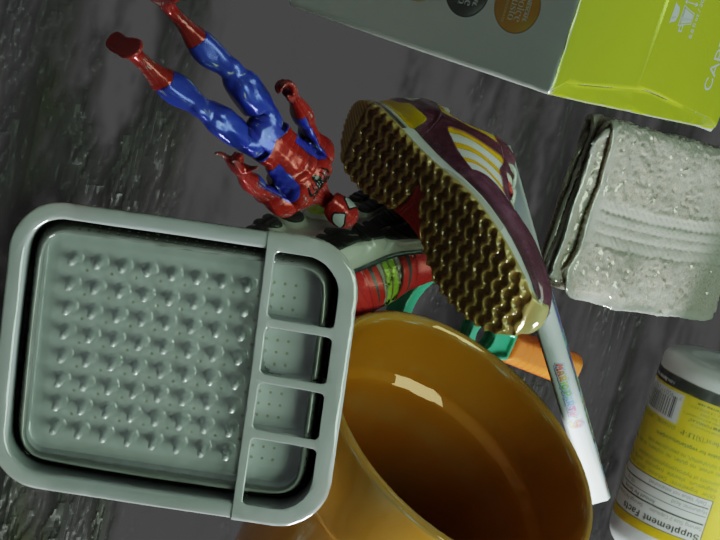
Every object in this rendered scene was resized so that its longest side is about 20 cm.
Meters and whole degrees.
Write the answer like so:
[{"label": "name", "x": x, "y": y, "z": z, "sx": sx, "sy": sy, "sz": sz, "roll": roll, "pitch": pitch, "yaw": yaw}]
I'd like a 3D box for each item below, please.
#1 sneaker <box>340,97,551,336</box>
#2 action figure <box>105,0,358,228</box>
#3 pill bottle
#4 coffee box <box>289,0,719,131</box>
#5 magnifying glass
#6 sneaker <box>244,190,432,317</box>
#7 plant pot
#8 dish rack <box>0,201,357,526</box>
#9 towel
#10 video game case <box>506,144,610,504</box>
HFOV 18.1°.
[{"label": "sneaker", "x": 0.073, "y": -0.041, "z": 1.380, "sx": 0.090, "sy": 0.200, "sz": 0.075, "roll": -9, "pitch": 137, "yaw": -36}, {"label": "action figure", "x": -0.063, "y": -0.086, "z": 1.326, "sx": 0.200, "sy": 0.052, "sz": 0.066, "roll": 44, "pitch": 73, "yaw": -39}, {"label": "pill bottle", "x": 0.252, "y": 0.166, "z": 1.699, "sx": 0.111, "sy": 0.111, "sz": 0.201, "roll": 7, "pitch": 104, "yaw": -44}, {"label": "coffee box", "x": 0.116, "y": -0.211, "z": 1.320, "sx": 0.200, "sy": 0.197, "sz": 0.201, "roll": 6, "pitch": 104, "yaw": -53}, {"label": "magnifying glass", "x": 0.088, "y": 0.046, "z": 1.557, "sx": 0.200, "sy": 0.022, "sz": 0.080, "roll": 22, "pitch": 93, "yaw": -48}, {"label": "sneaker", "x": 0.000, "y": 0.000, "z": 1.432, "sx": 0.199, "sy": 0.077, "sz": 0.085, "roll": -8, "pitch": 125, "yaw": -33}, {"label": "plant pot", "x": 0.013, "y": 0.160, "z": 1.414, "sx": 0.199, "sy": 0.201, "sz": 0.183, "roll": 6, "pitch": 135, "yaw": -44}, {"label": "dish rack", "x": -0.106, "y": 0.050, "z": 1.297, "sx": 0.199, "sy": 0.044, "sz": 0.173, "roll": 8, "pitch": 104, "yaw": 0}, {"label": "towel", "x": 0.212, "y": -0.036, "z": 1.626, "sx": 0.199, "sy": 0.034, "sz": 0.133, "roll": 8, "pitch": 104, "yaw": -44}, {"label": "video game case", "x": 0.124, "y": 0.036, "z": 1.480, "sx": 0.018, "sy": 0.144, "sz": 0.201, "roll": -16, "pitch": 129, "yaw": 5}]
